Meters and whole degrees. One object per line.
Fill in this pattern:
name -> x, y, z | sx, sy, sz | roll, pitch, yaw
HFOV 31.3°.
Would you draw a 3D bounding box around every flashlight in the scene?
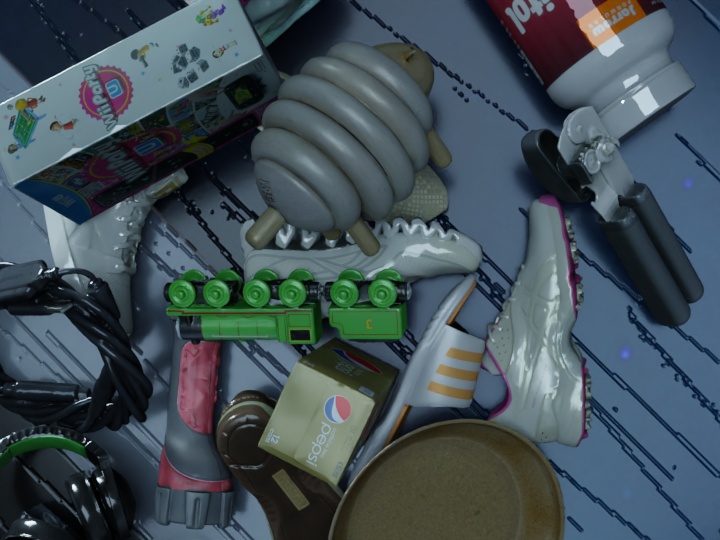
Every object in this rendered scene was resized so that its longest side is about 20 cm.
flashlight -> -0.129, 0.105, 1.047 | 0.067, 0.068, 0.202 | 6, 88, -7

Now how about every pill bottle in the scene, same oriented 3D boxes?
pill bottle -> 0.173, -0.202, 1.008 | 0.113, 0.113, 0.201 | -34, 86, 3

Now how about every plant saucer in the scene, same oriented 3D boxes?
plant saucer -> 0.064, 0.206, 1.011 | 0.198, 0.035, 0.202 | -5, 106, -17

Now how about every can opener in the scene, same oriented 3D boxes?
can opener -> 0.201, -0.042, 1.000 | 0.200, 0.066, 0.053 | 51, 59, -22

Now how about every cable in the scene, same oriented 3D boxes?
cable -> -0.251, 0.066, 1.037 | 0.199, 0.051, 0.164 | -13, 121, 36

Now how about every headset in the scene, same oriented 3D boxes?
headset -> -0.228, 0.215, 1.024 | 0.200, 0.094, 0.123 | 38, 63, 22

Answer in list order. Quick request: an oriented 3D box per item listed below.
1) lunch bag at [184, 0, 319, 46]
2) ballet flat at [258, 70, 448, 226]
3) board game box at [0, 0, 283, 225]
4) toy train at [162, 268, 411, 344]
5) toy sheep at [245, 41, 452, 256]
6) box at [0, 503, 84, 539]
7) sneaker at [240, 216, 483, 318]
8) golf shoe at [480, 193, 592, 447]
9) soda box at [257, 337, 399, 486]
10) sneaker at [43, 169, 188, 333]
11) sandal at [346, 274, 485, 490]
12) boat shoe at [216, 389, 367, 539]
lunch bag -> -0.112, -0.274, 0.992 | 0.122, 0.200, 0.171 | -39, 84, 3
ballet flat -> -0.019, -0.096, 1.046 | 0.199, 0.062, 0.068 | 32, 91, 5
board game box -> -0.158, -0.118, 0.958 | 0.199, 0.148, 0.065 | -27, 80, 2
toy train -> -0.057, 0.029, 0.994 | 0.198, 0.042, 0.057 | -1, 106, 12
toy sheep -> -0.013, -0.090, 0.950 | 0.137, 0.138, 0.201 | 35, 72, 5
box -> -0.274, 0.323, 1.063 | 0.160, 0.044, 0.201 | 38, 91, 5
sneaker -> 0.000, 0.000, 1.033 | 0.198, 0.075, 0.082 | 0, 78, 12
golf shoe -> 0.136, 0.041, 1.025 | 0.091, 0.075, 0.202 | -4, 85, 11
soda box -> -0.019, 0.101, 0.969 | 0.064, 0.200, 0.068 | 26, 94, 6
sneaker -> -0.193, -0.044, 1.054 | 0.115, 0.074, 0.202 | -17, 85, 7
sandal -> 0.057, 0.102, 1.029 | 0.059, 0.079, 0.208 | 28, 100, 7
boat shoe -> -0.047, 0.181, 1.036 | 0.074, 0.075, 0.204 | -24, 109, 3
